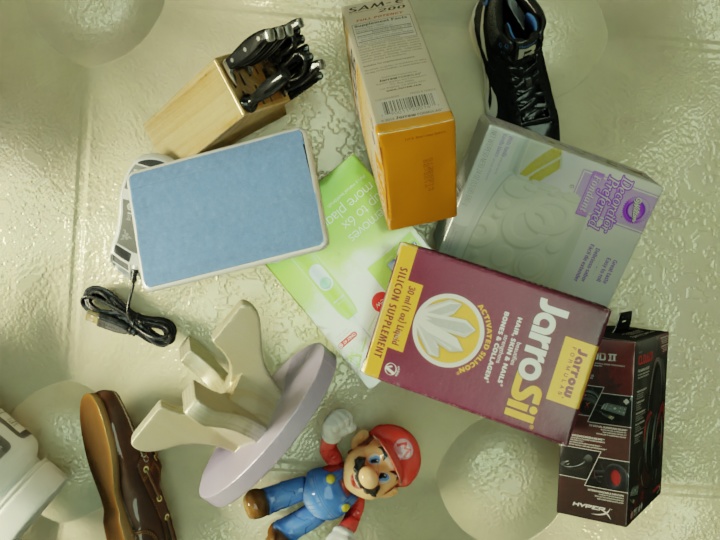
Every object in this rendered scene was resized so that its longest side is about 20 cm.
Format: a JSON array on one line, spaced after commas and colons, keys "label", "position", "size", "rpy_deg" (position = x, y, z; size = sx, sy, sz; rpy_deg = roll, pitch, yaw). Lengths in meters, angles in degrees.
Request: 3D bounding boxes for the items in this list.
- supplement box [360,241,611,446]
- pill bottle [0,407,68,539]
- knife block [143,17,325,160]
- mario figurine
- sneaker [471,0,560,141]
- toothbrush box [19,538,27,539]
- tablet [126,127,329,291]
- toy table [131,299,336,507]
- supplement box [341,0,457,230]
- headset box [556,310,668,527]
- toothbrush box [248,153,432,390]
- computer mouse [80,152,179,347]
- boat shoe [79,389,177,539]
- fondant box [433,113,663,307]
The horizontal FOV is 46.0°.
[{"label": "supplement box", "position": [0.117, 0.065, 0.798], "size": [0.198, 0.103, 0.132], "rpy_deg": [17, 93, 12]}, {"label": "pill bottle", "position": [-0.412, 0.190, 0.882], "size": [0.200, 0.114, 0.114], "rpy_deg": [41, 90, -2]}, {"label": "knife block", "position": [-0.132, -0.175, 0.850], "size": [0.199, 0.176, 0.064], "rpy_deg": [-28, 92, -1]}, {"label": "mario figurine", "position": [-0.027, 0.231, 0.900], "size": [0.199, 0.106, 0.124], "rpy_deg": [-31, 127, 7]}, {"label": "sneaker", "position": [0.168, -0.203, 0.892], "size": [0.072, 0.112, 0.202], "rpy_deg": [-19, 93, -1]}, {"label": "toothbrush box", "position": [-0.303, 0.367, 0.877], "size": [0.198, 0.146, 0.086], "rpy_deg": [21, 91, -4]}, {"label": "tablet", "position": [-0.137, -0.062, 0.864], "size": [0.198, 0.014, 0.132], "rpy_deg": [-14, 78, 8]}, {"label": "toy table", "position": [-0.132, 0.132, 0.873], "size": [0.117, 0.184, 0.201], "rpy_deg": [39, 82, -20]}, {"label": "supplement box", "position": [0.036, -0.158, 0.833], "size": [0.073, 0.127, 0.201], "rpy_deg": [-11, 49, -2]}, {"label": "headset box", "position": [0.266, 0.143, 0.884], "size": [0.074, 0.148, 0.203], "rpy_deg": [3, 91, 32]}, {"label": "toothbrush box", "position": [0.000, 0.000, 0.906], "size": [0.145, 0.086, 0.201], "rpy_deg": [-39, 94, 0]}, {"label": "computer mouse", "position": [-0.231, -0.026, 0.919], "size": [0.109, 0.044, 0.202], "rpy_deg": [17, 96, 3]}, {"label": "boat shoe", "position": [-0.250, 0.223, 0.919], "size": [0.070, 0.070, 0.202], "rpy_deg": [-15, 97, -39]}, {"label": "fondant box", "position": [0.195, -0.061, 0.899], "size": [0.198, 0.058, 0.146], "rpy_deg": [18, 108, -9]}]
